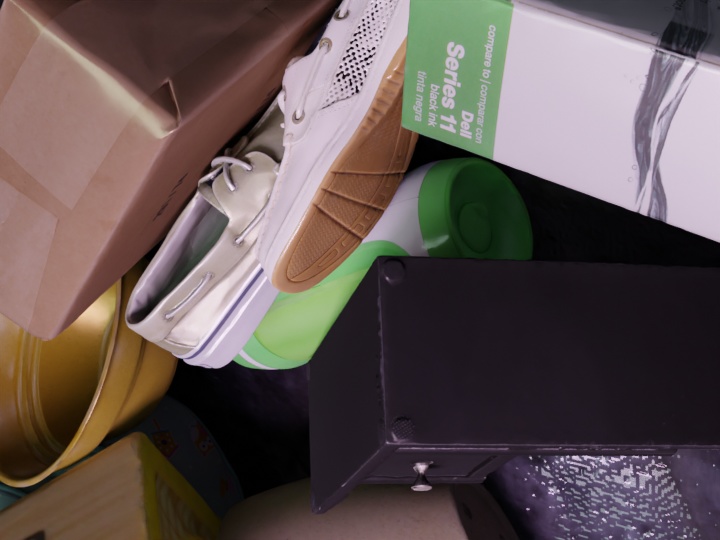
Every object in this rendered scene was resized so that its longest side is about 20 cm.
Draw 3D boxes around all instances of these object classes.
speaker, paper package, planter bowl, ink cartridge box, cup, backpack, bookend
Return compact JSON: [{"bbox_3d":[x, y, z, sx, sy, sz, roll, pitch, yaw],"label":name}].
[{"bbox_3d":[0.000,0.000,0.812,0.200,0.088,0.089,-20,108,42],"label":"speaker"},{"bbox_3d":[-0.122,-0.090,0.757,0.103,0.191,0.200,40,135,1],"label":"paper package"},{"bbox_3d":[-0.177,0.048,0.942,0.083,0.201,0.200,15,156,-38],"label":"planter bowl"},{"bbox_3d":[0.139,-0.094,0.606,0.200,0.147,0.083,23,133,21],"label":"ink cartridge box"},{"bbox_3d":[0.025,0.202,0.886,0.143,0.200,0.200,-32,101,17],"label":"cup"},{"bbox_3d":[-0.190,0.177,1.027,0.200,0.153,0.176,-9,112,29],"label":"backpack"},{"bbox_3d":[0.084,0.069,0.750,0.198,0.092,0.200,2,161,-12],"label":"bookend"}]

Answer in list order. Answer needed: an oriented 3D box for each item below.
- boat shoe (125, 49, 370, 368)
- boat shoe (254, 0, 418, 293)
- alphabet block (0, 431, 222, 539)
[{"bbox_3d":[-0.059,-0.036,0.778,0.072,0.062,0.200,39,103,49],"label":"boat shoe"},{"bbox_3d":[-0.008,-0.086,0.724,0.069,0.071,0.200,30,94,26],"label":"boat shoe"},{"bbox_3d":[-0.160,0.258,0.862,0.200,0.196,0.195,-29,126,6],"label":"alphabet block"}]
